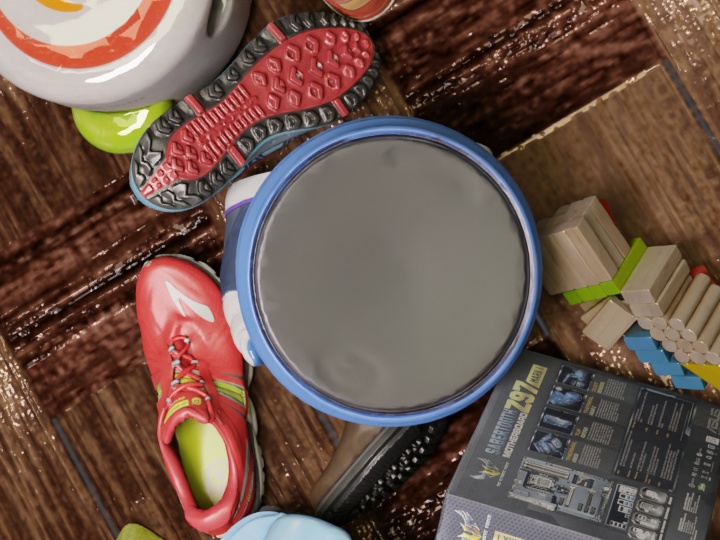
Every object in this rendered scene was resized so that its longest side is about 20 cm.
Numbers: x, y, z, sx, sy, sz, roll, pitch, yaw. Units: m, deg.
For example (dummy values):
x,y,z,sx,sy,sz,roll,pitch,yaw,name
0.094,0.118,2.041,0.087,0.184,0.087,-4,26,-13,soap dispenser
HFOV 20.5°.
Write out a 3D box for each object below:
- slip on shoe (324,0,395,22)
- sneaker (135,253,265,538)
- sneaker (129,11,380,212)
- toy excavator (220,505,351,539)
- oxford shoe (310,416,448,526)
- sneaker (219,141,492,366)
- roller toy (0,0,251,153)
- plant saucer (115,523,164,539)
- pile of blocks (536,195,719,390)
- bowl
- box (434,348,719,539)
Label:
x,y,z,sx,sy,sz,roll,pitch,yaw,name
-0.049,-0.254,1.362,0.074,0.061,0.200,-41,81,10,slip on shoe
-0.110,0.084,1.363,0.077,0.085,0.201,-16,87,10,sneaker
-0.080,-0.110,1.359,0.200,0.095,0.080,-32,95,-17,sneaker
-0.010,0.209,1.270,0.194,0.200,0.100,24,68,11,toy excavator
0.019,0.083,1.354,0.084,0.073,0.200,36,96,27,oxford shoe
0.000,0.000,1.329,0.199,0.081,0.147,-10,72,20,sneaker
-0.175,-0.200,1.347,0.200,0.140,0.182,45,98,8,roller toy
-0.134,0.312,1.387,0.200,0.048,0.200,31,96,9,plant saucer
0.200,0.019,1.322,0.200,0.082,0.062,38,54,0,pile of blocks
0.019,0.002,1.272,0.200,0.039,0.202,0,93,-3,bowl
0.145,0.131,1.254,0.157,0.200,0.051,16,118,9,box
